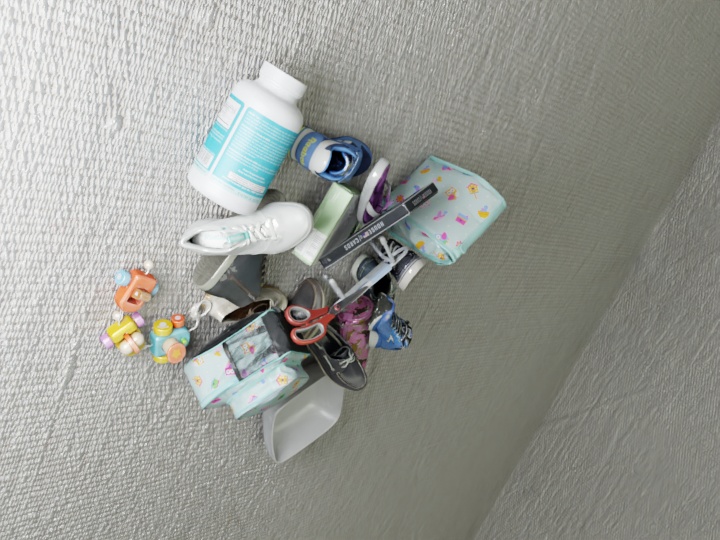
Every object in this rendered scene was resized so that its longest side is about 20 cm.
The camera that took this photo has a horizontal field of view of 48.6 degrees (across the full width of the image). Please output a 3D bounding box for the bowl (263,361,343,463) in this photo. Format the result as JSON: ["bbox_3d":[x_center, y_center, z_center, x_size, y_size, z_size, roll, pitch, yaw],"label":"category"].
[{"bbox_3d":[-0.130,0.287,1.676,0.199,0.074,0.202,-32,143,-33],"label":"bowl"}]

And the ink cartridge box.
[{"bbox_3d":[-0.044,-0.085,1.450,0.147,0.048,0.200,-59,173,10],"label":"ink cartridge box"}]

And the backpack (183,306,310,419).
[{"bbox_3d":[-0.192,0.167,1.358,0.197,0.155,0.176,-23,173,6],"label":"backpack"}]

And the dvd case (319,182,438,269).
[{"bbox_3d":[0.033,-0.080,1.398,0.199,0.025,0.150,-33,-176,31],"label":"dvd case"}]

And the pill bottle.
[{"bbox_3d":[-0.153,-0.189,1.126,0.202,0.110,0.110,-58,149,10],"label":"pill bottle"}]

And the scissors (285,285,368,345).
[{"bbox_3d":[-0.046,0.076,1.372,0.198,0.074,0.014,-14,154,-40],"label":"scissors"}]

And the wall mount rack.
[{"bbox_3d":[0.000,0.000,1.462,0.199,0.075,0.174,-41,-170,-4],"label":"wall mount rack"}]

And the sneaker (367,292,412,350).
[{"bbox_3d":[0.064,0.107,1.603,0.201,0.088,0.080,84,22,-66],"label":"sneaker"}]

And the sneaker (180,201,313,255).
[{"bbox_3d":[-0.167,-0.052,1.169,0.089,0.197,0.077,-58,137,-80],"label":"sneaker"}]

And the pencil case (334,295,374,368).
[{"bbox_3d":[-0.019,0.144,1.677,0.085,0.083,0.202,-6,133,-13],"label":"pencil case"}]

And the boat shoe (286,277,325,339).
[{"bbox_3d":[-0.129,0.107,1.496,0.073,0.074,0.202,0,119,-52],"label":"boat shoe"}]

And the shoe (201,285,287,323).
[{"bbox_3d":[-0.191,0.067,1.388,0.199,0.053,0.071,2,120,-55],"label":"shoe"}]

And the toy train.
[{"bbox_3d":[-0.309,0.077,1.219,0.151,0.056,0.199,-52,144,4],"label":"toy train"}]

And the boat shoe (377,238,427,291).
[{"bbox_3d":[0.075,-0.016,1.568,0.075,0.093,0.200,-48,177,-3],"label":"boat shoe"}]

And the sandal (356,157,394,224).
[{"bbox_3d":[0.033,-0.127,1.415,0.083,0.049,0.203,-55,171,-15],"label":"sandal"}]

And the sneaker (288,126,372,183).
[{"bbox_3d":[-0.035,-0.181,1.326,0.199,0.082,0.075,-3,122,-55],"label":"sneaker"}]

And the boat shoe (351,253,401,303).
[{"bbox_3d":[0.041,0.032,1.664,0.075,0.061,0.201,-49,150,-14],"label":"boat shoe"}]

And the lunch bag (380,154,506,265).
[{"bbox_3d":[0.164,-0.110,1.547,0.170,0.199,0.123,-43,140,-18],"label":"lunch bag"}]

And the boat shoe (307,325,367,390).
[{"bbox_3d":[-0.046,0.173,1.592,0.073,0.062,0.201,-47,115,-19],"label":"boat shoe"}]

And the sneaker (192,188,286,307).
[{"bbox_3d":[-0.171,-0.036,1.279,0.200,0.075,0.106,-47,138,9],"label":"sneaker"}]
